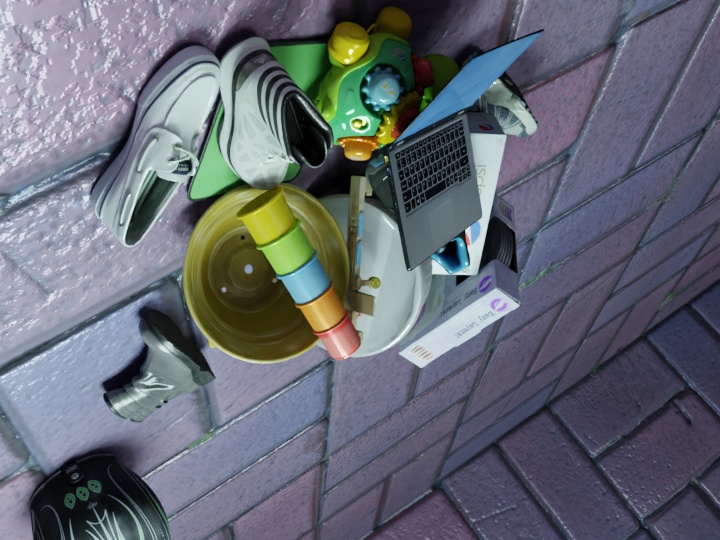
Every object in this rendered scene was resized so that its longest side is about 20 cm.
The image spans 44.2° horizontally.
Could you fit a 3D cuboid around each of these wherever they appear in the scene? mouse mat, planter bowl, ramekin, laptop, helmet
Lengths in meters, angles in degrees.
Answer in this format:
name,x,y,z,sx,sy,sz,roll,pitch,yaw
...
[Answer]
name,x,y,z,sx,sy,sz,roll,pitch,yaw
mouse mat,-0.094,-0.157,0.930,0.160,0.008,0.201,-17,148,-42
planter bowl,-0.118,0.000,1.023,0.199,0.202,0.083,-29,-164,-22
ramekin,0.000,0.000,1.119,0.203,0.202,0.094,-51,168,25
laptop,0.118,-0.126,0.913,0.187,0.115,0.202,-33,117,-52
helmet,-0.360,0.379,1.248,0.199,0.191,0.201,-31,155,-17

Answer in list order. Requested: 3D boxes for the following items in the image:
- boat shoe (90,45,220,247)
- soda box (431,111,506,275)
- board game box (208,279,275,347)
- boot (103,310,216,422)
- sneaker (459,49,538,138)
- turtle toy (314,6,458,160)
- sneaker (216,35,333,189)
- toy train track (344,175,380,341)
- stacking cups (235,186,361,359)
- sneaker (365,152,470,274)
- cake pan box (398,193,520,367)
name,x,y,z,sx,sy,sz,roll,pitch,yaw
boat shoe,-0.176,-0.107,0.819,0.073,0.067,0.201,-6,140,-52
soda box,0.125,-0.094,1.110,0.067,0.064,0.202,1,123,-9
board game box,-0.122,0.042,1.218,0.199,0.030,0.096,-29,154,-18
boot,-0.268,0.134,1.117,0.131,0.070,0.200,-31,151,-6
sneaker,0.162,-0.214,1.146,0.086,0.078,0.199,-34,152,20
turtle toy,0.028,-0.188,0.930,0.199,0.101,0.146,-33,159,-43
sneaker,-0.082,-0.118,0.863,0.075,0.116,0.201,-32,155,-17
toy train track,0.001,-0.009,1.042,0.032,0.114,0.203,-1,98,-31
stacking cups,-0.064,0.011,0.973,0.060,0.201,0.061,-25,-163,9
sneaker,0.075,-0.067,0.996,0.073,0.083,0.200,-30,144,18
cake pan box,0.136,0.012,1.221,0.052,0.186,0.200,30,133,-26
